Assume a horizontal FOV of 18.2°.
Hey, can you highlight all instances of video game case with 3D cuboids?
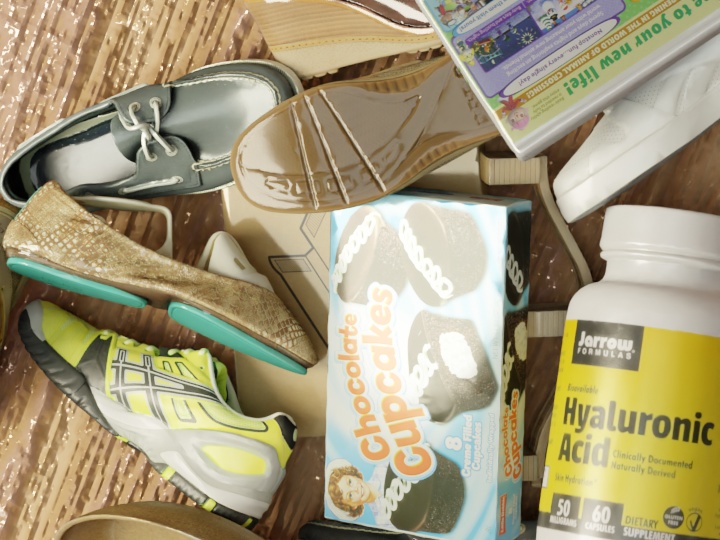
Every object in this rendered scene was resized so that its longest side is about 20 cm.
[{"bbox_3d":[0.122,-0.189,1.233,0.200,0.022,0.183,-33,79,5],"label":"video game case"}]

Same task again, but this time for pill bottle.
[{"bbox_3d":[0.166,0.068,1.274,0.111,0.111,0.201,7,85,11],"label":"pill bottle"}]

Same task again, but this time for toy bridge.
[{"bbox_3d":[0.104,0.030,1.325,0.067,0.027,0.201,-2,100,-10],"label":"toy bridge"}]

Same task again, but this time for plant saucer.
[{"bbox_3d":[-0.090,0.196,1.357,0.199,0.036,0.201,20,146,14],"label":"plant saucer"}]

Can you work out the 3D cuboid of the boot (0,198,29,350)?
[{"bbox_3d":[-0.265,0.068,1.349,0.073,0.156,0.201,29,118,1],"label":"boot"}]

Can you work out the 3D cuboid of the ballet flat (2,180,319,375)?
[{"bbox_3d":[-0.109,-0.001,1.326,0.199,0.070,0.066,22,78,-11],"label":"ballet flat"}]

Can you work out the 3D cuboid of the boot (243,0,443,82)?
[{"bbox_3d":[0.015,-0.208,1.288,0.199,0.072,0.167,-13,99,18],"label":"boot"}]

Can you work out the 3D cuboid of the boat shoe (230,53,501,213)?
[{"bbox_3d":[0.024,-0.082,1.288,0.199,0.065,0.072,-17,90,10],"label":"boat shoe"}]

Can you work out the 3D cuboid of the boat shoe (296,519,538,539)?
[{"bbox_3d":[0.056,0.172,1.361,0.199,0.072,0.068,6,63,18],"label":"boat shoe"}]

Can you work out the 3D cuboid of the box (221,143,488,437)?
[{"bbox_3d":[0.000,0.000,1.355,0.163,0.021,0.201,-2,99,13],"label":"box"}]

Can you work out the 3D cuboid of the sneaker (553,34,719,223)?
[{"bbox_3d":[0.165,-0.127,1.275,0.200,0.074,0.116,-40,87,7],"label":"sneaker"}]

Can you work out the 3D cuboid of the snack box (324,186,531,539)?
[{"bbox_3d":[0.038,0.054,1.309,0.116,0.037,0.201,7,102,29],"label":"snack box"}]

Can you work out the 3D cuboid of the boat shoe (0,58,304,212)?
[{"bbox_3d":[-0.126,-0.074,1.335,0.199,0.062,0.073,-15,93,25],"label":"boat shoe"}]

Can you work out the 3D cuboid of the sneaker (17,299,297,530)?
[{"bbox_3d":[-0.122,0.074,1.370,0.200,0.075,0.077,36,85,16],"label":"sneaker"}]
